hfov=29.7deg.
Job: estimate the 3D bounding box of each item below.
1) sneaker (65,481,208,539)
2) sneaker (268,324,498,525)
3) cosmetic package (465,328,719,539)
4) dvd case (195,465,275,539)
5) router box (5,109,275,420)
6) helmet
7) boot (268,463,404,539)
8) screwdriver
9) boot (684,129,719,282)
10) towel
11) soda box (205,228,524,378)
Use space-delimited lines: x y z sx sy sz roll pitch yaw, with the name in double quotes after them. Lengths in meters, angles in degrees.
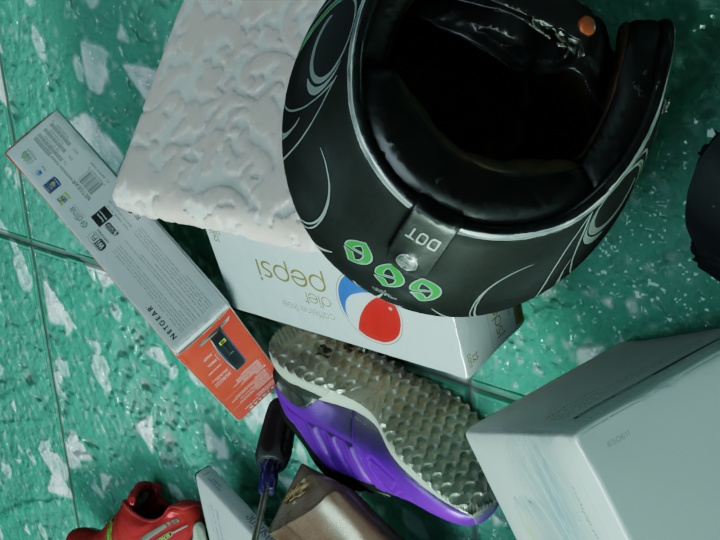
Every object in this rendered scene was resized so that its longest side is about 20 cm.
-0.194 0.229 1.200 0.199 0.076 0.086 -10 82 46 "sneaker"
0.016 0.121 0.935 0.199 0.069 0.100 36 138 31 "sneaker"
0.168 0.144 0.691 0.201 0.122 0.200 63 169 2 "cosmetic package"
-0.062 0.259 1.058 0.200 0.017 0.144 37 144 41 "dvd case"
-0.149 0.002 0.975 0.200 0.049 0.180 46 172 21 "router box"
0.052 -0.076 0.683 0.202 0.199 0.191 61 170 3 "helmet"
0.038 0.201 0.911 0.200 0.064 0.186 47 139 -3 "boot"
-0.070 0.172 0.965 0.028 0.201 0.029 -3 137 12 "screwdriver"
0.240 0.027 0.641 0.168 0.076 0.201 45 173 45 "boot"
-0.054 -0.112 0.841 0.199 0.032 0.193 12 79 40 "towel"
0.000 0.000 0.828 0.199 0.064 0.069 15 132 40 "soda box"
